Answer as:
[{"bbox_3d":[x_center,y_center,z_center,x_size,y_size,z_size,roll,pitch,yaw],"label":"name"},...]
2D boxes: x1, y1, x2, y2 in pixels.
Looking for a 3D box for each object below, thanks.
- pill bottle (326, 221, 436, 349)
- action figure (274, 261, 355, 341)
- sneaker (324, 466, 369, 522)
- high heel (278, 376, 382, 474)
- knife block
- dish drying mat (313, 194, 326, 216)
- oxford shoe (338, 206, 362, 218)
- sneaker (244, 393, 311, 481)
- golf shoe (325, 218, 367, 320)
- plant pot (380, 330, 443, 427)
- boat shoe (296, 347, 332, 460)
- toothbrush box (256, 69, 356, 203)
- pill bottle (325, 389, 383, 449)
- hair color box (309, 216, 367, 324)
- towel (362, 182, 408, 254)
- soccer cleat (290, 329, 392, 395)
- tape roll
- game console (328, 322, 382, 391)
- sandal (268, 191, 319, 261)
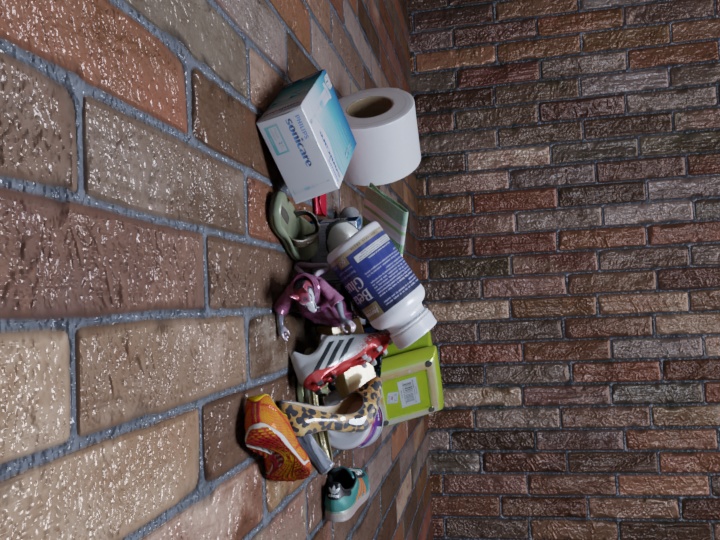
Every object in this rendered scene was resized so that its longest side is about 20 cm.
[{"bbox_3d":[0.040,0.028,1.147,0.201,0.110,0.111,54,13,1],"label":"pill bottle"},{"bbox_3d":[-0.068,0.036,1.090,0.200,0.131,0.152,55,32,-74],"label":"action figure"},{"bbox_3d":[-0.023,0.428,1.367,0.200,0.070,0.082,-20,111,-77],"label":"sneaker"},{"bbox_3d":[-0.044,0.212,1.115,0.200,0.071,0.144,-48,116,-32],"label":"high heel"},{"bbox_3d":[-0.028,0.123,1.226,0.201,0.063,0.177,52,-32,36],"label":"knife block"},{"bbox_3d":[-0.083,-0.213,1.371,0.077,0.018,0.204,-5,92,-80],"label":"dish drying mat"},{"bbox_3d":[-0.022,-0.058,1.577,0.071,0.070,0.203,-130,-153,-59],"label":"oxford shoe"},{"bbox_3d":[-0.113,0.244,0.970,0.202,0.072,0.078,78,4,-48],"label":"sneaker"},{"bbox_3d":[0.000,0.000,1.236,0.203,0.076,0.088,66,-7,-14],"label":"golf shoe"},{"bbox_3d":[0.083,0.224,1.521,0.182,0.195,0.203,-115,-168,-60],"label":"plant pot"},{"bbox_3d":[-0.075,0.234,1.176,0.073,0.062,0.204,63,27,-64],"label":"boat shoe"},{"bbox_3d":[-0.083,-0.227,1.130,0.201,0.084,0.148,-77,146,-57],"label":"toothbrush box"},{"bbox_3d":[-0.014,0.296,1.348,0.200,0.109,0.114,49,39,-73],"label":"pill bottle"},{"bbox_3d":[-0.041,0.002,1.318,0.061,0.098,0.204,-53,139,-75],"label":"hair color box"},{"bbox_3d":[0.048,-0.066,1.437,0.152,0.023,0.203,42,-43,44],"label":"towel"},{"bbox_3d":[-0.028,0.136,1.166,0.086,0.198,0.069,51,-30,23],"label":"soccer cleat"},{"bbox_3d":[0.030,-0.301,1.513,0.204,0.199,0.141,-80,162,-50],"label":"tape roll"},{"bbox_3d":[0.000,0.123,1.389,0.117,0.173,0.201,60,24,-29],"label":"game console"},{"bbox_3d":[-0.100,-0.070,1.141,0.201,0.056,0.081,52,36,-71],"label":"sandal"}]
